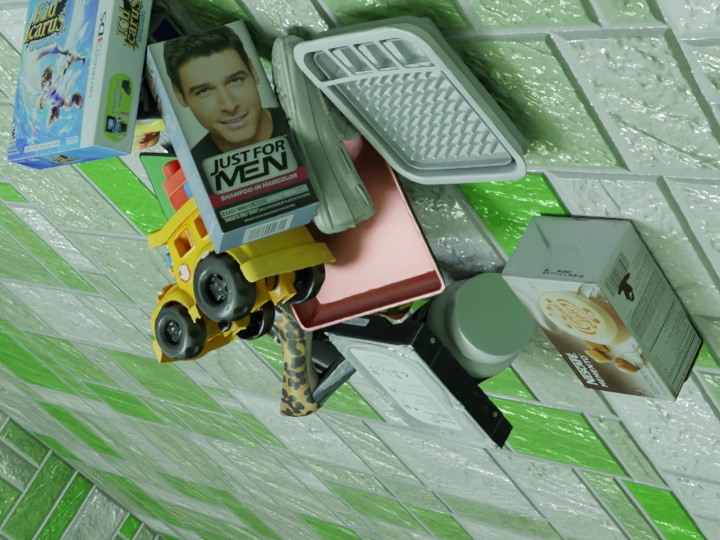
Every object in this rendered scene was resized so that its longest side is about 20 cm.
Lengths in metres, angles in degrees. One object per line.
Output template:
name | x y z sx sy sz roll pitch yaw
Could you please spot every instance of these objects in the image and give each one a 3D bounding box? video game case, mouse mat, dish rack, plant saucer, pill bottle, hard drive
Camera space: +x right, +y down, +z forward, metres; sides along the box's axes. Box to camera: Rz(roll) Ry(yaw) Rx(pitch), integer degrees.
video game case | -0.285 -0.201 1.338 0.045 0.181 0.200 13 171 -38
mouse mat | -0.189 -0.044 1.515 0.161 0.008 0.200 12 128 63
dish rack | 0.052 -0.156 1.203 0.172 0.044 0.200 0 143 48
plant saucer | -0.021 -0.051 1.378 0.200 0.037 0.200 -18 102 39
pill bottle | 0.116 0.075 1.509 0.113 0.113 0.200 33 158 -6
hard drive | 0.065 0.123 1.480 0.140 0.038 0.200 7 147 46

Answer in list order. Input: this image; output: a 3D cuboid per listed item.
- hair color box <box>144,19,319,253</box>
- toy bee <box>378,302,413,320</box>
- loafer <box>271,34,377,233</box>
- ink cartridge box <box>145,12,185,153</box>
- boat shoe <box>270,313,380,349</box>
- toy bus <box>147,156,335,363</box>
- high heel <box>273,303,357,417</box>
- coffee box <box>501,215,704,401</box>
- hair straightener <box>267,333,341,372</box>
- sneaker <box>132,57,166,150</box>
hair color box | -0.124 -0.128 1.267 0.061 0.099 0.200 121 128 -68
toy bee | 0.000 0.000 1.504 0.131 0.109 0.200 41 -157 21
loafer | -0.036 -0.134 1.284 0.070 0.070 0.200 -129 21 -64
ink cartridge box | -0.224 -0.194 1.455 0.200 0.041 0.200 6 147 44
boat shoe | -0.078 0.063 1.592 0.200 0.071 0.072 9 -176 8
toy bus | -0.155 -0.022 1.381 0.200 0.136 0.192 -40 76 38
high heel | -0.104 0.083 1.541 0.200 0.071 0.143 42 119 -11
coffee box | 0.244 0.039 1.325 0.114 0.080 0.200 7 148 43
hair straightener | -0.091 0.070 1.678 0.200 0.041 0.077 36 158 -2
sneaker | -0.231 -0.164 1.386 0.200 0.078 0.090 15 154 53
